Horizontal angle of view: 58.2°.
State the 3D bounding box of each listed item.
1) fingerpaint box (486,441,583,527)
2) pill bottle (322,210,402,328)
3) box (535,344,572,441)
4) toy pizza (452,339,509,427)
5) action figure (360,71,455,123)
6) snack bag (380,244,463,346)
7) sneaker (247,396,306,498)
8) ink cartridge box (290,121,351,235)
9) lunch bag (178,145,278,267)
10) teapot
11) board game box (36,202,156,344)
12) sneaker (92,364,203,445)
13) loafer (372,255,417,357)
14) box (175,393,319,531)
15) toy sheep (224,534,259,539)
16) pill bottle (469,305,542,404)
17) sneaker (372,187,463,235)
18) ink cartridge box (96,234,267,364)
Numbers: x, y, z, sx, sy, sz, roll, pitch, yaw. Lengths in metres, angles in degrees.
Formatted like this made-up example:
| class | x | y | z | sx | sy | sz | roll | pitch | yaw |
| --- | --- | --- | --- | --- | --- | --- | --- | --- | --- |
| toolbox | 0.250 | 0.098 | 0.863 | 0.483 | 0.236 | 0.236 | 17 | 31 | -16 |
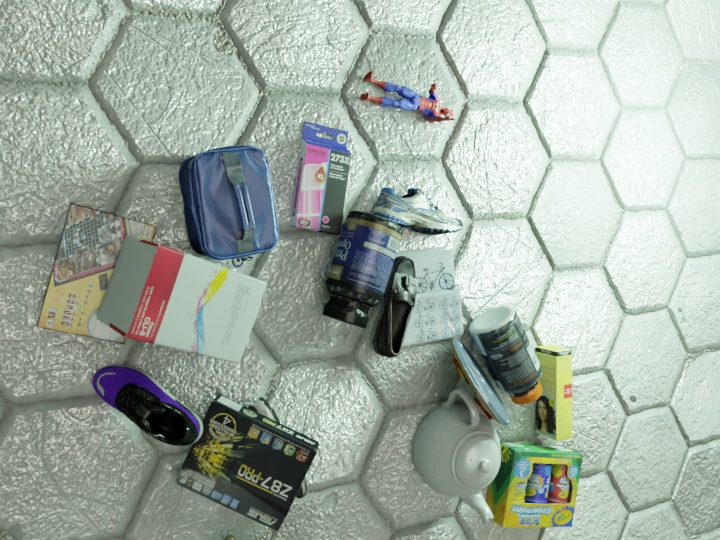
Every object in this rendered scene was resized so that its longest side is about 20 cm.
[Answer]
| class | x | y | z | sx | sy | sz | roll | pitch | yaw |
| --- | --- | --- | --- | --- | --- | --- | --- | --- | --- |
| fingerpaint box | 0.386 | 0.476 | 1.436 | 0.199 | 0.073 | 0.168 | 11 | 88 | -25 |
| pill bottle | 0.000 | 0.000 | 1.206 | 0.111 | 0.112 | 0.201 | 21 | 83 | -25 |
| box | 0.432 | 0.272 | 1.448 | 0.050 | 0.075 | 0.201 | -2 | 92 | -25 |
| toy pizza | 0.234 | 0.229 | 1.299 | 0.032 | 0.200 | 0.200 | -34 | 109 | 11 |
| action figure | 0.111 | -0.332 | 1.253 | 0.199 | 0.099 | 0.066 | 10 | 90 | -28 |
| snack bag | 0.125 | 0.049 | 1.318 | 0.188 | 0.021 | 0.201 | -6 | 95 | -25 |
| sneaker | -0.160 | 0.330 | 1.176 | 0.079 | 0.074 | 0.201 | -31 | 99 | -11 |
| ink cartridge box | -0.071 | -0.172 | 1.208 | 0.094 | 0.037 | 0.201 | 8 | 87 | -26 |
| lunch bag | -0.219 | -0.105 | 1.085 | 0.135 | 0.132 | 0.201 | -12 | 97 | -24 |
| teapot | 0.212 | 0.368 | 1.308 | 0.200 | 0.146 | 0.198 | 37 | 77 | -21 |
| board game box | -0.425 | 0.006 | 1.046 | 0.135 | 0.035 | 0.201 | 16 | 86 | -25 |
| sneaker | -0.344 | 0.216 | 1.037 | 0.200 | 0.100 | 0.070 | 31 | 84 | -2 |
| loafer | 0.078 | 0.072 | 1.252 | 0.072 | 0.063 | 0.201 | 14 | 87 | -25 |
| box | -0.193 | 0.329 | 1.113 | 0.199 | 0.049 | 0.162 | 26 | 96 | -1 |
| toy sheep | -0.213 | 0.547 | 1.126 | 0.137 | 0.138 | 0.201 | -12 | 102 | -24 |
| pill bottle | 0.316 | 0.184 | 1.370 | 0.106 | 0.106 | 0.201 | -33 | 106 | -20 |
| sneaker | 0.121 | -0.120 | 1.280 | 0.199 | 0.077 | 0.086 | 9 | 85 | -26 |
| ink cartridge box | -0.282 | 0.048 | 1.033 | 0.200 | 0.145 | 0.145 | 22 | 84 | -39 |
